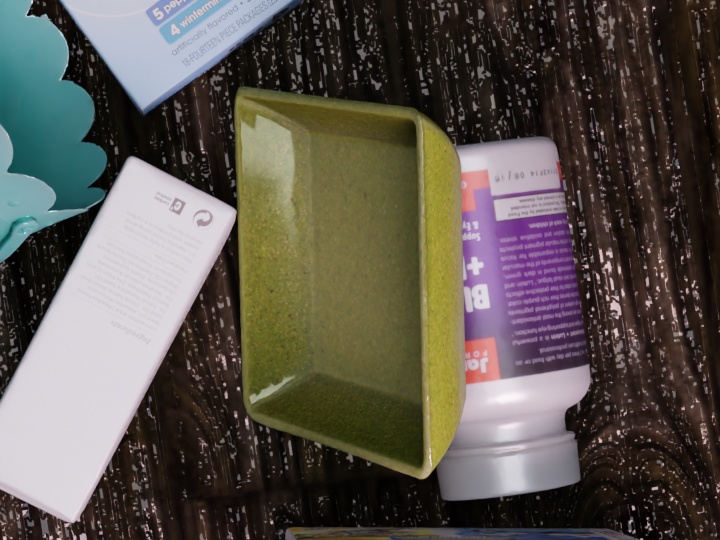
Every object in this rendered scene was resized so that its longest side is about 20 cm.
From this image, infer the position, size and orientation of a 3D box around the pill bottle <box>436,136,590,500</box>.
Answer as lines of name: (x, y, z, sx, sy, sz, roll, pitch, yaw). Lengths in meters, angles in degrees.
pill bottle: (0.073, 0.028, 1.452, 0.111, 0.111, 0.200, -9, 89, -4)

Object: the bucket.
bucket: (-0.245, -0.093, 1.387, 0.135, 0.207, 0.207, -26, 90, 12)

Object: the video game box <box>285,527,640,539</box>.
video game box: (0.059, 0.170, 1.414, 0.200, 0.182, 0.047, 1, 85, -4)

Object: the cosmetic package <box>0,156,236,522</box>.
cosmetic package: (-0.147, 0.040, 1.444, 0.071, 0.101, 0.200, 27, 86, -2)

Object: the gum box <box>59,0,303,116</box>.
gum box: (-0.119, -0.222, 1.479, 0.170, 0.045, 0.200, -36, 90, -3)

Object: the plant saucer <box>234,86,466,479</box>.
plant saucer: (0.000, 0.000, 1.412, 0.048, 0.200, 0.200, -7, 101, -32)
